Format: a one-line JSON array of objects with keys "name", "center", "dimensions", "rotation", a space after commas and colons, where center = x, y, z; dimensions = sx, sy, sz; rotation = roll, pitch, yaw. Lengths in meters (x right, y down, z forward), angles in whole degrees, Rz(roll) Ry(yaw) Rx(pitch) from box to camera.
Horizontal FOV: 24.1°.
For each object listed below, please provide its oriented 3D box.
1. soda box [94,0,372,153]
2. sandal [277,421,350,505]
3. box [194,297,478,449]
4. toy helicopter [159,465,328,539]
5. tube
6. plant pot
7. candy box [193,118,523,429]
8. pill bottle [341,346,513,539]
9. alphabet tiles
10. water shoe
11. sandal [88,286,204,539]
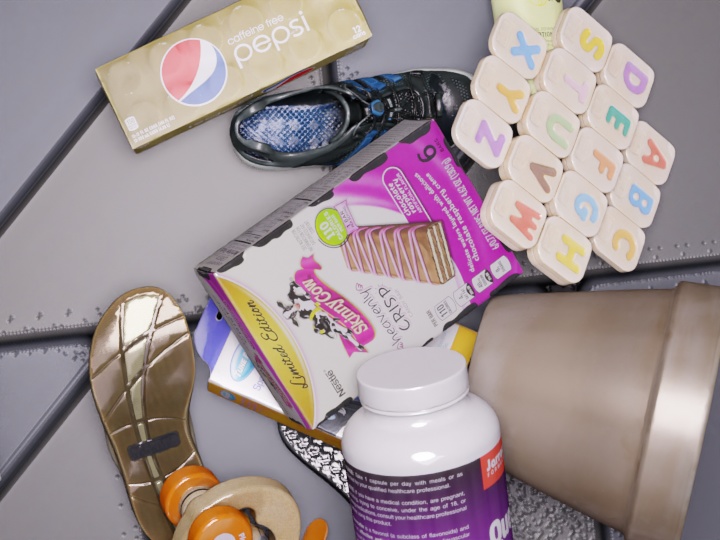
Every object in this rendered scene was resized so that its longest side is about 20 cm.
[{"name": "soda box", "center": [-0.095, -0.161, 1.266], "dimensions": [0.199, 0.064, 0.068], "rotation": [-26, 92, -5]}, {"name": "sandal", "center": [0.019, 0.167, 1.290], "dimensions": [0.075, 0.048, 0.201], "rotation": [-40, 80, -8]}, {"name": "box", "center": [-0.023, 0.064, 1.267], "dimensions": [0.199, 0.042, 0.120], "rotation": [24, 73, 2]}, {"name": "toy helicopter", "center": [-0.096, 0.247, 1.265], "dimensions": [0.132, 0.079, 0.201], "rotation": [9, 107, -30]}, {"name": "tube", "center": [0.126, -0.217, 1.294], "dimensions": [0.052, 0.058, 0.201], "rotation": [-7, 87, 28]}, {"name": "plant pot", "center": [0.169, 0.095, 1.243], "dimensions": [0.172, 0.200, 0.201], "rotation": [11, 89, 12]}, {"name": "candy box", "center": [0.000, 0.000, 1.213], "dimensions": [0.200, 0.061, 0.137], "rotation": [-36, 104, -14]}, {"name": "pill bottle", "center": [0.048, 0.161, 1.176], "dimensions": [0.112, 0.113, 0.201], "rotation": [-10, 108, -5]}, {"name": "alphabet tiles", "center": [0.158, -0.095, 1.261], "dimensions": [0.195, 0.015, 0.201], "rotation": [36, 64, -26]}, {"name": "water shoe", "center": [0.002, -0.110, 1.267], "dimensions": [0.199, 0.079, 0.072], "rotation": [-12, 91, -5]}, {"name": "sandal", "center": [-0.158, 0.109, 1.270], "dimensions": [0.080, 0.054, 0.201], "rotation": [-13, 106, -11]}]
